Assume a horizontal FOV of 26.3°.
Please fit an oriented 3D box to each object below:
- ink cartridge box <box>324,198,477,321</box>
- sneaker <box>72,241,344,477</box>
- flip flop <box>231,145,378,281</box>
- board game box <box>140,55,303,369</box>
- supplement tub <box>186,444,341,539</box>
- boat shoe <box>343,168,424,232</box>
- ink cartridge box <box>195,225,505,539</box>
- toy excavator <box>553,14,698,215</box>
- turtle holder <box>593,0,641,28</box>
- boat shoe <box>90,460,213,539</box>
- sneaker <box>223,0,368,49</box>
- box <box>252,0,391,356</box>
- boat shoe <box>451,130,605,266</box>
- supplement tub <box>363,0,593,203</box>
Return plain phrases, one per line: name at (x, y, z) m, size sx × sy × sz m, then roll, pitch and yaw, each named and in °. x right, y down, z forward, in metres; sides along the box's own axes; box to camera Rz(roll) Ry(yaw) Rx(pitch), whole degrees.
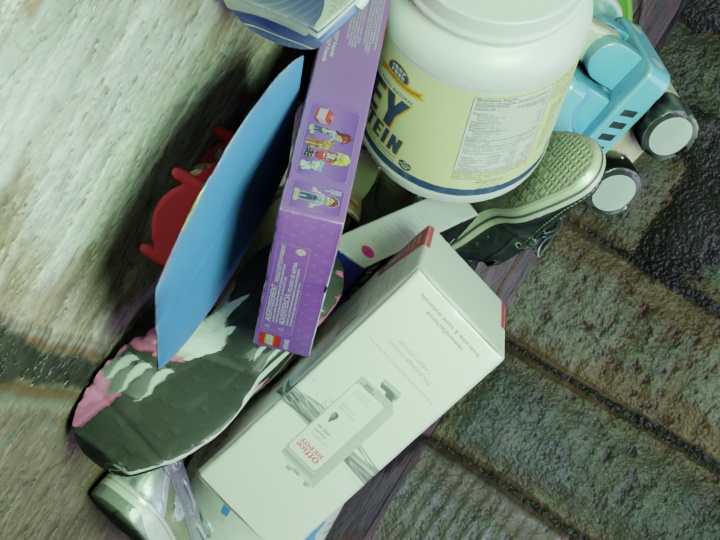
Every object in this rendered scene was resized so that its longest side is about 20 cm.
ink cartridge box at (0.000, 0.000, 1.120) m, size 0.199 × 0.037 × 0.095 m, roll -22°, pitch 159°, yaw -50°
sneaker at (-0.091, 0.066, 0.986) m, size 0.199 × 0.081 × 0.086 m, roll -35°, pitch 166°, yaw -19°
flip flop at (-0.033, -0.034, 1.103) m, size 0.082 × 0.057 × 0.200 m, roll -64°, pitch 168°, yaw 26°
board game box at (-0.090, -0.037, 0.870) m, size 0.159 × 0.039 × 0.200 m, roll -60°, pitch 174°, yaw -23°
supplement tub at (-0.085, 0.190, 1.277) m, size 0.201 × 0.131 × 0.132 m, roll -62°, pitch 169°, yaw 11°
boat shoe at (0.004, -0.027, 1.242) m, size 0.201 × 0.071 × 0.063 m, roll -58°, pitch -179°, yaw -14°
ink cartridge box at (-0.002, 0.076, 1.022) m, size 0.200 × 0.083 × 0.147 m, roll -43°, pitch -174°, yaw 13°
toy excavator at (0.167, -0.161, 1.157) m, size 0.195 × 0.199 × 0.100 m, roll -48°, pitch -142°, yaw 26°
turtle holder at (0.131, -0.199, 1.270) m, size 0.184 × 0.142 × 0.132 m, roll -25°, pitch 162°, yaw 18°
boat shoe at (-0.143, 0.176, 1.139) m, size 0.065 × 0.074 × 0.202 m, roll -51°, pitch 161°, yaw -14°
sneaker at (0.017, -0.194, 0.815) m, size 0.201 × 0.080 × 0.115 m, roll -59°, pitch 162°, yaw -7°
box at (-0.021, -0.070, 0.926) m, size 0.137 × 0.039 × 0.202 m, roll 107°, pitch -4°, yaw -54°
boat shoe at (0.128, -0.050, 1.169) m, size 0.200 × 0.062 × 0.075 m, roll -29°, pitch -144°, yaw 57°
supplement tub at (0.076, -0.154, 1.046) m, size 0.145 × 0.144 × 0.201 m, roll -53°, pitch 168°, yaw -27°
